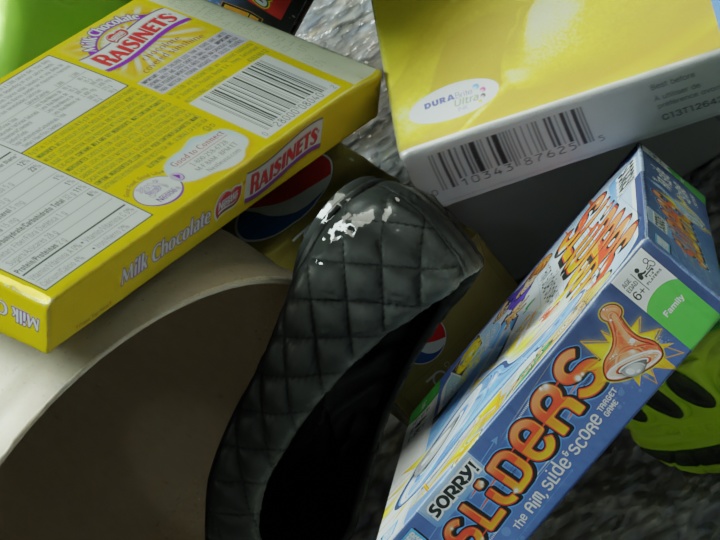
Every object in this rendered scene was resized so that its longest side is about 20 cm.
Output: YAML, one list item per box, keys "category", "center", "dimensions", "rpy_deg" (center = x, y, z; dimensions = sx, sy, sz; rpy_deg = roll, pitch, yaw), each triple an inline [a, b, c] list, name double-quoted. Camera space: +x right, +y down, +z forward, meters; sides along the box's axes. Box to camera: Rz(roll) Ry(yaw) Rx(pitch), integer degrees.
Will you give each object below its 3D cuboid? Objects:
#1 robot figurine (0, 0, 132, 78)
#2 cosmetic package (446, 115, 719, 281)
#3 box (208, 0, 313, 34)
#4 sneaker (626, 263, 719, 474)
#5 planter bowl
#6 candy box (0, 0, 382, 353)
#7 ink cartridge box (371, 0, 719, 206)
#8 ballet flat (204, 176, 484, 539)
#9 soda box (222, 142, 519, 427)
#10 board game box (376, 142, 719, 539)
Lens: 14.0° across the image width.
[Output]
- category: "robot figurine"
  center: [-0.125, -0.068, 1.173]
  dimensions: [0.175, 0.200, 0.116]
  rpy_deg: [-5, 72, 46]
- category: "cosmetic package"
  center: [0.115, -0.093, 1.170]
  dimensions: [0.200, 0.071, 0.102]
  rpy_deg: [-33, 30, 13]
- category: "box"
  center: [-0.098, -0.121, 1.303]
  dimensions: [0.040, 0.137, 0.200]
  rpy_deg: [-59, 2, -33]
- category: "sneaker"
  center: [0.167, 0.008, 0.965]
  dimensions: [0.199, 0.074, 0.084]
  rpy_deg: [-14, 41, 38]
- category: "planter bowl"
  center: [-0.118, 0.050, 1.068]
  dimensions: [0.200, 0.200, 0.135]
  rpy_deg: [-45, 60, -10]
- category: "candy box"
  center: [-0.087, -0.041, 1.020]
  dimensions: [0.102, 0.027, 0.200]
  rpy_deg: [22, 36, 26]
- category: "ink cartridge box"
  center: [0.096, -0.139, 1.099]
  dimensions: [0.197, 0.047, 0.201]
  rpy_deg: [-19, 55, 11]
- category: "ballet flat"
  center: [-0.010, 0.057, 1.031]
  dimensions: [0.066, 0.201, 0.057]
  rpy_deg: [-20, 49, -41]
- category: "soda box"
  center: [0.000, 0.000, 1.182]
  dimensions: [0.068, 0.064, 0.200]
  rpy_deg: [-43, 29, -6]
- category: "board game box"
  center: [0.065, 0.032, 0.983]
  dimensions: [0.136, 0.034, 0.200]
  rpy_deg: [-50, 3, 11]
